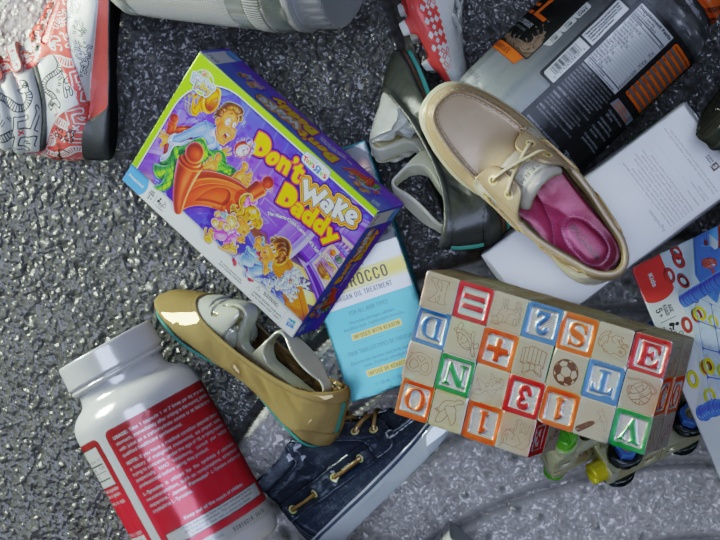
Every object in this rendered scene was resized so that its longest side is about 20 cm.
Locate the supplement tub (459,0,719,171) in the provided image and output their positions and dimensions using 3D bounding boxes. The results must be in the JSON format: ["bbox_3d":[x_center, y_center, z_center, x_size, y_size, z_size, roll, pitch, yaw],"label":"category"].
[{"bbox_3d":[0.185,-0.172,1.486,0.200,0.123,0.123,-44,89,3],"label":"supplement tub"}]

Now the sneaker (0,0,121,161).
[{"bbox_3d":[-0.255,-0.191,1.542,0.108,0.067,0.202,2,94,1],"label":"sneaker"}]

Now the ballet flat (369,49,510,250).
[{"bbox_3d":[0.048,-0.096,1.487,0.068,0.068,0.200,-24,56,-7],"label":"ballet flat"}]

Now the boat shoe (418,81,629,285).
[{"bbox_3d":[0.129,-0.067,1.400,0.200,0.069,0.074,41,87,-8],"label":"boat shoe"}]

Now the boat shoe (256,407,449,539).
[{"bbox_3d":[0.004,0.137,1.524,0.091,0.071,0.200,44,104,2],"label":"boat shoe"}]

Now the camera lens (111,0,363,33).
[{"bbox_3d":[-0.102,-0.271,1.467,0.200,0.160,0.160,9,92,18],"label":"camera lens"}]

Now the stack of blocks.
[{"bbox_3d":[0.137,0.080,1.411,0.200,0.059,0.115,16,98,24],"label":"stack of blocks"}]

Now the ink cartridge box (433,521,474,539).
[{"bbox_3d":[0.065,0.331,1.528,0.147,0.083,0.200,39,93,1],"label":"ink cartridge box"}]

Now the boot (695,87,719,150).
[{"bbox_3d":[0.359,-0.117,1.446,0.158,0.211,0.079,37,130,4],"label":"boot"}]

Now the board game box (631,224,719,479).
[{"bbox_3d":[0.330,0.046,1.393,0.196,0.056,0.200,-28,66,17],"label":"board game box"}]

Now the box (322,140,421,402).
[{"bbox_3d":[0.000,0.000,1.540,0.082,0.049,0.200,-19,91,4],"label":"box"}]

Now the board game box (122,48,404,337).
[{"bbox_3d":[-0.081,-0.063,1.500,0.200,0.045,0.135,42,116,16],"label":"board game box"}]

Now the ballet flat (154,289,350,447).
[{"bbox_3d":[-0.083,0.061,1.517,0.200,0.069,0.063,38,121,20],"label":"ballet flat"}]

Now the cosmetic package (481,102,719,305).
[{"bbox_3d":[0.199,-0.040,1.498,0.200,0.108,0.085,-36,89,3],"label":"cosmetic package"}]

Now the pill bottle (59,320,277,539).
[{"bbox_3d":[-0.160,0.148,1.523,0.112,0.112,0.200,-29,90,4],"label":"pill bottle"}]

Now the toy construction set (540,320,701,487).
[{"bbox_3d":[0.206,0.099,1.516,0.200,0.092,0.131,-30,65,-3],"label":"toy construction set"}]

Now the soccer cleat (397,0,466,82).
[{"bbox_3d":[0.063,-0.247,1.521,0.085,0.069,0.200,-19,86,10],"label":"soccer cleat"}]
